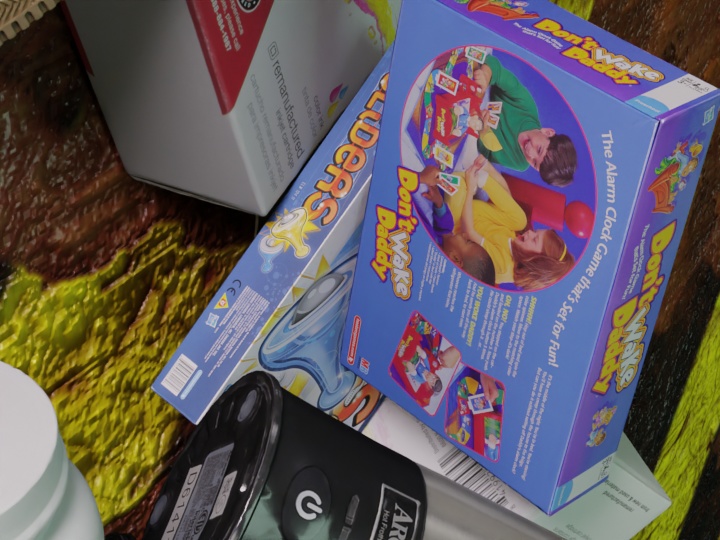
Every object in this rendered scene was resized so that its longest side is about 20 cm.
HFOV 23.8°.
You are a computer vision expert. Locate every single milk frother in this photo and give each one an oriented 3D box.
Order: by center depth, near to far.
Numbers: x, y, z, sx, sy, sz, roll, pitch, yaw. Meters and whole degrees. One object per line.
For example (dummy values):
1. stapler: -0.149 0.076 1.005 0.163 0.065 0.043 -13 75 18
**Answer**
1. milk frother: -0.019 0.161 0.762 0.188 0.200 0.181 30 81 -18

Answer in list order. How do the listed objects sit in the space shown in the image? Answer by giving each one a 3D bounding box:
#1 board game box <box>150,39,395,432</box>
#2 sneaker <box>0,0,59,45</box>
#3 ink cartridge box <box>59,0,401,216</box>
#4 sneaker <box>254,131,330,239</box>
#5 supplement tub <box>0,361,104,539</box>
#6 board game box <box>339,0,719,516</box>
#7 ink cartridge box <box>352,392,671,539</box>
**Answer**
1. board game box: 0.000 0.000 0.824 0.200 0.034 0.135 -55 149 0
2. sneaker: -0.142 -0.146 0.622 0.200 0.113 0.071 -30 141 -12
3. ink cartridge box: -0.040 -0.150 0.776 0.200 0.083 0.146 -55 148 -30
4. sneaker: -0.007 -0.077 0.882 0.079 0.078 0.200 75 30 -68
5. supplement tub: -0.164 0.146 0.646 0.145 0.145 0.200 -41 139 -46
6. board game box: 0.065 -0.012 0.737 0.045 0.134 0.200 -24 137 -41
7. ink cartridge box: 0.034 0.119 0.885 0.200 0.145 0.085 -41 139 11
